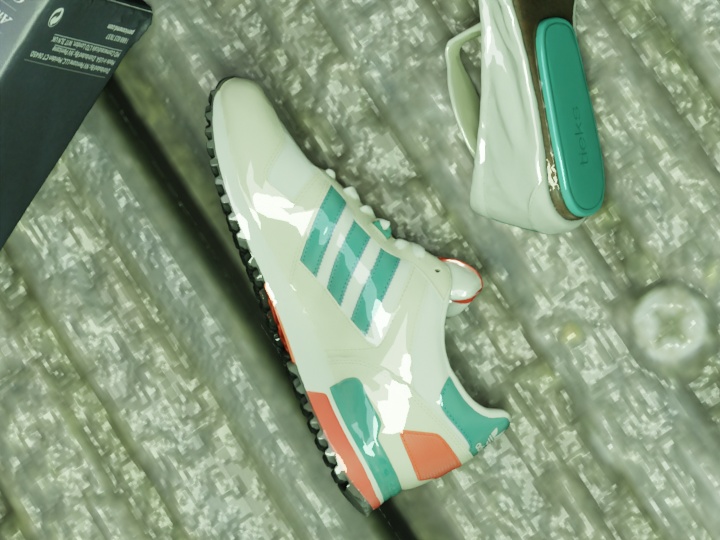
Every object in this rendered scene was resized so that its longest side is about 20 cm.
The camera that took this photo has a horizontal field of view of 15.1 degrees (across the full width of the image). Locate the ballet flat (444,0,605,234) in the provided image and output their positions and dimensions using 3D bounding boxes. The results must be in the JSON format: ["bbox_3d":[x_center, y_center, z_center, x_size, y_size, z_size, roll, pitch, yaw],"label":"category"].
[{"bbox_3d":[0.063,-0.115,1.172,0.069,0.069,0.201,-4,89,15],"label":"ballet flat"}]

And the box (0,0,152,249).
[{"bbox_3d":[-0.238,-0.092,1.222,0.200,0.123,0.199,35,100,14],"label":"box"}]

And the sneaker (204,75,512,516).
[{"bbox_3d":[0.000,0.000,1.190,0.093,0.070,0.201,-21,81,-4],"label":"sneaker"}]
